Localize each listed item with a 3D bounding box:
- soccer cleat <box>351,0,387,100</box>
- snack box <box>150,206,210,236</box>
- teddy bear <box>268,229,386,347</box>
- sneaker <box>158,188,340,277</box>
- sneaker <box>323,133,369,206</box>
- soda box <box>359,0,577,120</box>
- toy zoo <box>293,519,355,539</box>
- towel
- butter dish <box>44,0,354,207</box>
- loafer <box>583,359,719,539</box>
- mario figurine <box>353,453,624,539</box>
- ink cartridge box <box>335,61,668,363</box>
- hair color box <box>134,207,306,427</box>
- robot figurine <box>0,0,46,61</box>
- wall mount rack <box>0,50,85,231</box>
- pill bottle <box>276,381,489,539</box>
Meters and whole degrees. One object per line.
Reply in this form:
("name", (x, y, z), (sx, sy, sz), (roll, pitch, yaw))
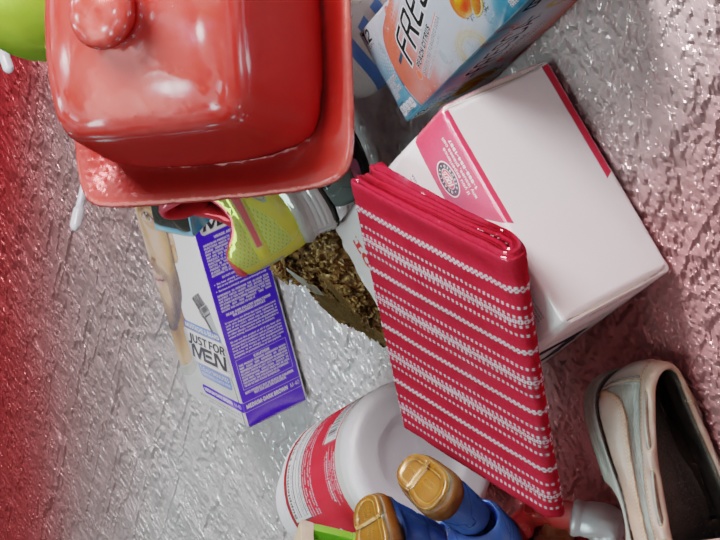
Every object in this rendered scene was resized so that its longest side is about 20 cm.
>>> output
("soccer cleat", (-0.004, -0.169, 1.335), (0.070, 0.086, 0.200), (52, 152, 25))
("snack box", (-0.121, -0.140, 1.552), (0.037, 0.116, 0.201), (9, 126, 26))
("teddy bear", (0.000, 0.000, 1.474), (0.200, 0.067, 0.145), (29, 166, 44))
("sneaker", (-0.106, -0.079, 1.389), (0.200, 0.090, 0.078), (48, 180, 19))
("sneaker", (-0.052, -0.137, 1.467), (0.079, 0.095, 0.200), (-36, 91, 41))
("soda box", (0.070, -0.155, 1.224), (0.064, 0.068, 0.200), (62, 156, 6))
("toy zoo", (0.053, 0.230, 1.443), (0.131, 0.199, 0.021), (-97, 24, -65))
("towel", (0.061, 0.041, 1.282), (0.144, 0.022, 0.201), (30, 142, 44))
("butter dish", (-0.117, -0.145, 1.282), (0.199, 0.148, 0.200), (-3, 85, 27))
("loafer", (0.194, 0.147, 1.269), (0.063, 0.072, 0.201), (-30, 83, 58))
("mario figurine", (0.094, 0.191, 1.385), (0.123, 0.200, 0.106), (-13, 60, 42))
("ink cartridge box", (0.080, -0.014, 1.317), (0.145, 0.084, 0.200), (60, 154, 8))
("hair color box", (-0.116, 0.016, 1.749), (0.109, 0.065, 0.201), (22, 130, 56))
("robot figurine", (-0.217, -0.236, 1.562), (0.175, 0.201, 0.116), (23, 147, -3))
("wall mount rack", (-0.236, -0.138, 1.824), (0.174, 0.074, 0.200), (63, 156, 2))
("pill bottle", (0.008, 0.152, 1.573), (0.113, 0.112, 0.200), (63, 155, 4))
